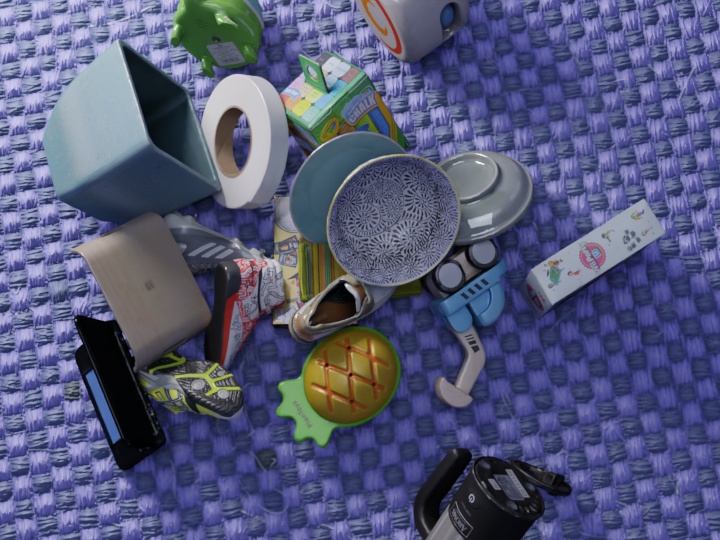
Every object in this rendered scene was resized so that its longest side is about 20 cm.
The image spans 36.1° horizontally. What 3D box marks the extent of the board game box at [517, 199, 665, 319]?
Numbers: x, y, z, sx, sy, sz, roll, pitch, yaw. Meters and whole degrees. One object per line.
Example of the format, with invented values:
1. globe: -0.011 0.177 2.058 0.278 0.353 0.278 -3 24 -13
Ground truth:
1. board game box: 0.339 -0.015 1.644 0.198 0.148 0.065 -31 81 -5

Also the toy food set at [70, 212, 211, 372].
1. toy food set: -0.322 0.029 1.634 0.143 0.060 0.203 -30 94 -37

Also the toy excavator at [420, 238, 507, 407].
1. toy excavator: 0.161 0.076 1.660 0.193 0.100 0.202 -34 93 -11

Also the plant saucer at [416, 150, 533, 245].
1. plant saucer: 0.161 -0.125 1.668 0.196 0.051 0.202 -12 43 11

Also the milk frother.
1. milk frother: 0.191 0.364 1.579 0.197 0.182 0.190 21 116 -22

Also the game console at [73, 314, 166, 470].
1. game console: -0.373 0.181 1.592 0.175 0.115 0.203 -35 75 38

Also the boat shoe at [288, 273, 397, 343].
1. boat shoe: -0.012 0.042 1.620 0.199 0.068 0.075 -36 93 -22

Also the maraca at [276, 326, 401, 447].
1. maraca: -0.031 0.170 1.632 0.199 0.107 0.138 -37 81 -5

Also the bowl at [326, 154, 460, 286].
1. bowl: 0.038 -0.088 1.599 0.197 0.094 0.204 -7 117 -13

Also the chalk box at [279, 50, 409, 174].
1. chalk box: -0.040 -0.234 1.659 0.124 0.201 0.125 -44 41 -8

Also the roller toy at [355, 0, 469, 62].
1. roller toy: 0.079 -0.434 1.725 0.139 0.200 0.184 -35 114 -6

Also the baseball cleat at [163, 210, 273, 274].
1. baseball cleat: -0.230 -0.015 1.703 0.197 0.070 0.108 25 85 18

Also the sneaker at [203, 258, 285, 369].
1. sneaker: -0.169 0.073 1.652 0.106 0.204 0.067 -7 34 -30

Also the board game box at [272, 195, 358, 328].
1. board game box: -0.069 -0.013 1.710 0.133 0.035 0.204 0 78 1

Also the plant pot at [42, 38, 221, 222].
1. plant pot: -0.363 -0.184 1.667 0.198 0.196 0.199 -28 65 15

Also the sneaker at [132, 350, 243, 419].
1. sneaker: -0.251 0.176 1.635 0.198 0.078 0.075 22 40 29

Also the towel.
1. towel: 0.000 0.000 1.676 0.196 0.018 0.088 -2 86 -21

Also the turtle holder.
1. turtle holder: -0.233 -0.408 1.734 0.184 0.140 0.134 27 56 -30

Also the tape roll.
1. tape roll: -0.180 -0.194 1.680 0.037 0.201 0.207 0 73 -39

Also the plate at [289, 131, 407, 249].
1. plate: -0.014 -0.120 1.640 0.197 0.202 0.026 -23 40 -4
